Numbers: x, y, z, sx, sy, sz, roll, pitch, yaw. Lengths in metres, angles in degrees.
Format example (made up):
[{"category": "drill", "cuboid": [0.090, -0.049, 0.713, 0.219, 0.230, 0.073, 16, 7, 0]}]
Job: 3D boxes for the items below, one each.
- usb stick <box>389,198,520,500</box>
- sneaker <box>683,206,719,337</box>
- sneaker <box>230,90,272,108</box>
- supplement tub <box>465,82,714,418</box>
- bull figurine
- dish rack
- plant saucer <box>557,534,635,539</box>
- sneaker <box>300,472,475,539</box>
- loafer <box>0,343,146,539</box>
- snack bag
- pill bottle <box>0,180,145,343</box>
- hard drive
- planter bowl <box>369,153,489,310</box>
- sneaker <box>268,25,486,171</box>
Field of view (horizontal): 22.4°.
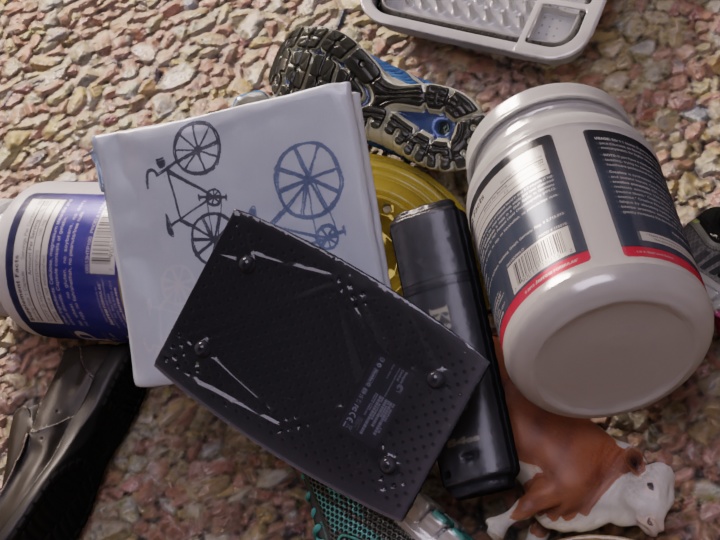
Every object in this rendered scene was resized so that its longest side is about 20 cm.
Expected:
[{"category": "usb stick", "cuboid": [0.063, 0.052, 1.224, 0.055, 0.033, 0.202, -14, 76, 10]}, {"category": "sneaker", "cuboid": [0.293, 0.016, 1.254, 0.199, 0.074, 0.088, 29, 79, 32]}, {"category": "sneaker", "cuboid": [-0.071, -0.044, 1.373, 0.071, 0.073, 0.201, -15, 63, 6]}, {"category": "supplement tub", "cuboid": [0.148, -0.015, 1.227, 0.139, 0.141, 0.201, -16, 47, 6]}, {"category": "bull figurine", "cuboid": [0.121, 0.131, 1.244, 0.121, 0.065, 0.200, -41, 60, -6]}, {"category": "dish rack", "cuboid": [0.115, -0.244, 1.462, 0.199, 0.044, 0.173, 15, 68, 22]}, {"category": "plant saucer", "cuboid": [0.152, 0.272, 1.168, 0.198, 0.035, 0.202, -5, 68, 13]}, {"category": "sneaker", "cuboid": [-0.008, 0.168, 1.250, 0.200, 0.078, 0.091, 41, 90, 22]}, {"category": "loafer", "cuboid": [-0.228, 0.138, 1.338, 0.071, 0.073, 0.201, 14, 57, 26]}, {"category": "snack bag", "cuboid": [-0.081, -0.017, 1.247, 0.198, 0.021, 0.190, -10, 90, 14]}, {"category": "pill bottle", "cuboid": [-0.207, -0.007, 1.370, 0.199, 0.120, 0.120, 3, 62, 31]}, {"category": "hard drive", "cuboid": [-0.024, 0.061, 1.202, 0.199, 0.042, 0.136, 30, 99, 12]}, {"category": "planter bowl", "cuboid": [0.000, 0.000, 1.295, 0.198, 0.084, 0.202, 1, 76, -4]}, {"category": "sneaker", "cuboid": [0.017, -0.122, 1.398, 0.199, 0.089, 0.079, 29, 91, 21]}]
